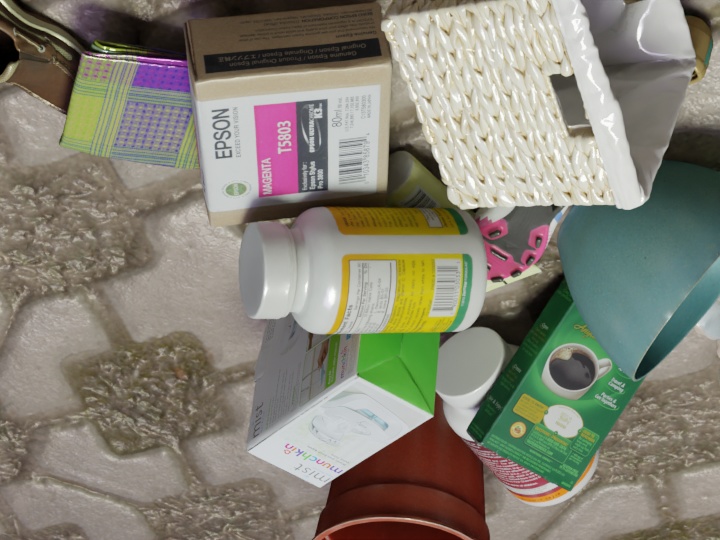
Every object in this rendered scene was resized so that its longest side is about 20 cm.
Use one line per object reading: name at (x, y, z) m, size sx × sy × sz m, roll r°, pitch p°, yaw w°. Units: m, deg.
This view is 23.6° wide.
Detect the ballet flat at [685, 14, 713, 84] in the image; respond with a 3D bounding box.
ballet flat at (0.197, -0.159, 1.445) m, size 0.200 × 0.063 × 0.069 m, roll -19°, pitch 136°, yaw 28°

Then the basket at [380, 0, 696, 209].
basket at (0.142, -0.176, 1.304) m, size 0.161 × 0.200 × 0.198 m, roll -2°, pitch 130°, yaw 29°

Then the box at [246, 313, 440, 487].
box at (-0.015, 0.076, 1.652) m, size 0.097 × 0.200 × 0.176 m, roll 29°, pitch 135°, yaw -25°

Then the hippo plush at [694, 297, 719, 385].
hippo plush at (0.410, 0.083, 1.625) m, size 0.200 × 0.161 × 0.159 m, roll 0°, pitch 140°, yaw 9°

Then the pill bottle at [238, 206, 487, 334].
pill bottle at (0.000, 0.000, 1.517) m, size 0.200 × 0.113 × 0.113 m, roll -1°, pitch 143°, yaw -19°

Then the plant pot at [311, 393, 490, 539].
plant pot at (0.051, 0.235, 1.834) m, size 0.201 × 0.195 × 0.201 m, roll 4°, pitch 140°, yaw 4°

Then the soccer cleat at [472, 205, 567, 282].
soccer cleat at (0.152, -0.064, 1.550) m, size 0.070 × 0.086 × 0.200 m, roll 28°, pitch 142°, yaw -7°

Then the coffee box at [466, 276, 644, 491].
coffee box at (0.207, 0.105, 1.688) m, size 0.123 × 0.044 × 0.200 m, roll 29°, pitch 96°, yaw -25°

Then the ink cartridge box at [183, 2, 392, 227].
ink cartridge box at (-0.059, -0.129, 1.473) m, size 0.165 × 0.075 × 0.200 m, roll -8°, pitch 146°, yaw -5°

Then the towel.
towel at (-0.156, -0.141, 1.518) m, size 0.200 × 0.023 × 0.144 m, roll 4°, pitch 143°, yaw -18°

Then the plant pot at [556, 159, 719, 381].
plant pot at (0.255, -0.022, 1.528) m, size 0.135 × 0.200 × 0.200 m, roll 40°, pitch 142°, yaw 15°

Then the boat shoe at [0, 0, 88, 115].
boat shoe at (-0.302, -0.184, 1.479) m, size 0.075 × 0.075 × 0.202 m, roll -26°, pitch 130°, yaw 33°

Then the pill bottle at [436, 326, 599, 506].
pill bottle at (0.157, 0.149, 1.780) m, size 0.113 × 0.113 × 0.200 m, roll -18°, pitch 135°, yaw 27°

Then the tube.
tube at (0.085, -0.038, 1.624) m, size 0.200 × 0.052 × 0.058 m, roll 41°, pitch 171°, yaw -38°
